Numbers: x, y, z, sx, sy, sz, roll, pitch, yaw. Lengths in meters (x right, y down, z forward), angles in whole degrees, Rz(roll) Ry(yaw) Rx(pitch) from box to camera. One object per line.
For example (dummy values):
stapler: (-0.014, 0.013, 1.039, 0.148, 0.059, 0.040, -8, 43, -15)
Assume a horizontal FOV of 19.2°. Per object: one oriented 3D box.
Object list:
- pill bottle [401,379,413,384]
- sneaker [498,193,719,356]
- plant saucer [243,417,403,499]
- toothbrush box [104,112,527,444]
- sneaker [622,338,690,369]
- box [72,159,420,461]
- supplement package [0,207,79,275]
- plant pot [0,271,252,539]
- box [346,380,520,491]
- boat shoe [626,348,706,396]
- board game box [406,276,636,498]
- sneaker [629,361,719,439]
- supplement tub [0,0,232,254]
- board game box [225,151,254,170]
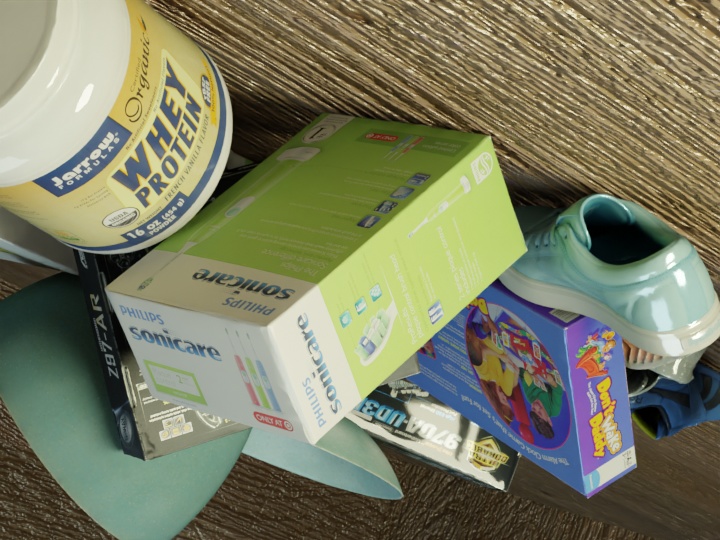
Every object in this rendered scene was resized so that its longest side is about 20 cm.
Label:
pill bottle: (0.000, 0.000, 1.527, 0.116, 0.116, 0.200, 13, 169, 46)
sneaker: (0.141, -0.020, 1.283, 0.200, 0.074, 0.082, 24, 140, 50)
plant saucer: (-0.056, 0.120, 1.613, 0.200, 0.039, 0.201, 20, 167, 5)
toothbrush box: (-0.024, -0.002, 1.247, 0.145, 0.200, 0.086, 11, 130, 44)
sneaker: (0.176, 0.020, 1.391, 0.080, 0.072, 0.200, -18, -171, -29)
box: (-0.072, 0.016, 1.360, 0.199, 0.161, 0.043, -17, -171, -23)
supplement package: (-0.273, -0.102, 1.440, 0.191, 0.148, 0.200, 25, 172, -27)
plant pot: (-0.142, 0.068, 1.442, 0.200, 0.135, 0.200, 52, -171, -11)
box: (0.050, 0.064, 1.666, 0.199, 0.160, 0.046, 22, 171, -10)
boat shoe: (0.193, 0.055, 1.548, 0.070, 0.072, 0.201, 23, 172, -13)
board game box: (0.094, 0.046, 1.409, 0.200, 0.045, 0.135, 32, 141, 47)
sneaker: (0.247, 0.102, 1.716, 0.066, 0.079, 0.200, 14, 171, 30)
supplement tub: (-0.173, -0.102, 1.194, 0.144, 0.145, 0.200, 17, 171, 26)
board game box: (-0.114, -0.044, 1.597, 0.199, 0.096, 0.030, 24, 170, -20)
